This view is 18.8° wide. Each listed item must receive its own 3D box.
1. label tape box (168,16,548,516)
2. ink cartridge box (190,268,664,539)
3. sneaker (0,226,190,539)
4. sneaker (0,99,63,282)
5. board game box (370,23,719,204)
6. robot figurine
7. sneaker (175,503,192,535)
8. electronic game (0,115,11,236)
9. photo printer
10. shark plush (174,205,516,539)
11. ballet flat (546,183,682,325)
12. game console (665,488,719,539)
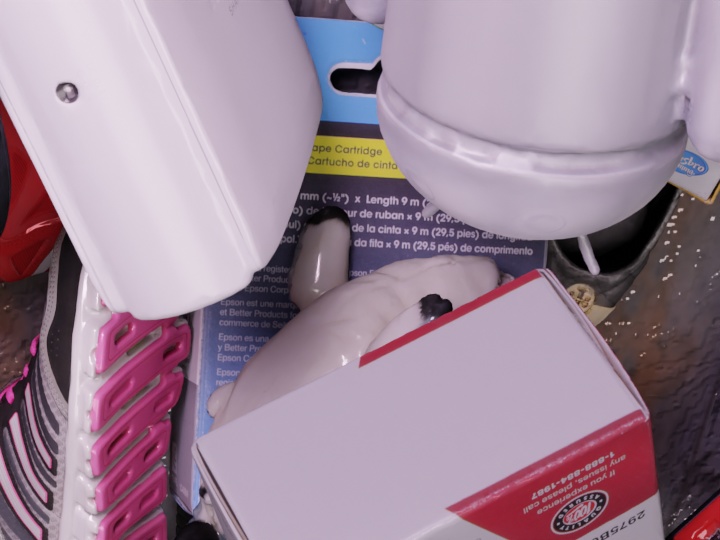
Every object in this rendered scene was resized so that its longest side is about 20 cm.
[{"bbox_3d":[0.000,0.000,0.896,0.143,0.066,0.201,3,91,-14],"label":"label tape box"},{"bbox_3d":[0.037,0.116,0.817,0.145,0.083,0.200,-27,140,-9],"label":"ink cartridge box"},{"bbox_3d":[-0.123,0.060,0.867,0.087,0.074,0.201,19,120,21],"label":"sneaker"},{"bbox_3d":[-0.127,-0.079,0.829,0.115,0.079,0.200,-10,140,-16],"label":"sneaker"},{"bbox_3d":[0.113,-0.145,0.806,0.153,0.040,0.200,29,118,0],"label":"board game box"},{"bbox_3d":[0.066,-0.095,0.751,0.113,0.169,0.201,-27,135,-45],"label":"robot figurine"},{"bbox_3d":[-0.036,0.129,0.998,0.088,0.074,0.201,-4,121,-40],"label":"sneaker"},{"bbox_3d":[-0.183,-0.089,0.733,0.042,0.200,0.201,-36,133,-27],"label":"electronic game"},{"bbox_3d":[-0.083,-0.107,0.736,0.069,0.167,0.201,-17,114,16],"label":"photo printer"},{"bbox_3d":[-0.010,0.073,0.834,0.083,0.091,0.200,42,78,-43],"label":"shark plush"},{"bbox_3d":[0.115,-0.049,0.903,0.066,0.057,0.201,11,122,-22],"label":"ballet flat"},{"bbox_3d":[0.231,0.084,1.000,0.200,0.031,0.177,-46,157,21],"label":"game console"}]
